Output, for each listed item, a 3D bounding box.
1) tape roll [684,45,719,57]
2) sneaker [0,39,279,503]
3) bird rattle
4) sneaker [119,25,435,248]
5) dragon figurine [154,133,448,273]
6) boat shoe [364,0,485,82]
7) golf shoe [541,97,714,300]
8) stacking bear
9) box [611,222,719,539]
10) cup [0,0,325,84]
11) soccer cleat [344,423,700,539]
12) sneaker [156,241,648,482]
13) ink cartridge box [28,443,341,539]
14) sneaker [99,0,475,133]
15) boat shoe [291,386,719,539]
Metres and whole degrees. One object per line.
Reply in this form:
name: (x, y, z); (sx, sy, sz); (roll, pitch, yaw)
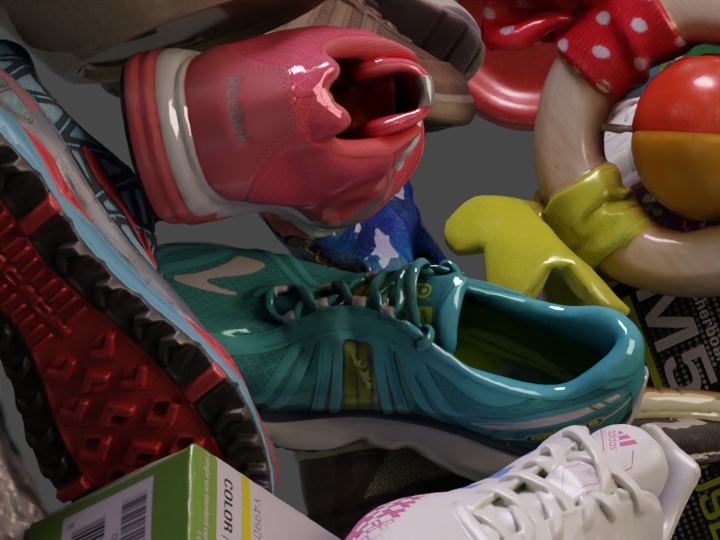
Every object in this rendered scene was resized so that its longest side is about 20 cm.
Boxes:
tape roll: (0.197, -0.111, 1.404); (0.200, 0.048, 0.202); (2, 90, -81)
sneaker: (-0.084, 0.003, 0.905); (0.200, 0.079, 0.096); (56, 27, -15)
bird rattle: (0.119, -0.061, 1.090); (0.113, 0.162, 0.201); (44, 54, -68)
sneaker: (-0.005, -0.049, 0.950); (0.200, 0.086, 0.074); (-10, 89, -67)
dragon figurine: (0.000, 0.000, 1.069); (0.200, 0.059, 0.100); (-2, 69, -61)
boat shoe: (-0.030, -0.135, 1.135); (0.200, 0.074, 0.073); (38, 19, -40)
golf shoe: (0.131, -0.047, 1.202); (0.075, 0.200, 0.092); (7, 69, -18)
stacking bear: (0.107, -0.131, 1.313); (0.200, 0.121, 0.114); (-22, 94, -70)
box: (0.158, 0.087, 1.122); (0.047, 0.193, 0.201); (-1, 68, -59)
cup: (-0.078, -0.148, 0.923); (0.200, 0.199, 0.144); (-13, 84, -61)
soccer cleat: (0.056, 0.085, 0.899); (0.070, 0.086, 0.200); (47, 18, 14)
sneaker: (0.008, 0.020, 0.972); (0.199, 0.080, 0.078); (10, 56, -9)
ink cartridge box: (-0.018, 0.170, 0.881); (0.200, 0.076, 0.148); (37, 38, -39)
sneaker: (-0.022, -0.098, 1.070); (0.199, 0.070, 0.076); (6, 83, -51)
boat shoe: (0.066, 0.079, 1.053); (0.199, 0.073, 0.065); (-2, 84, -19)
